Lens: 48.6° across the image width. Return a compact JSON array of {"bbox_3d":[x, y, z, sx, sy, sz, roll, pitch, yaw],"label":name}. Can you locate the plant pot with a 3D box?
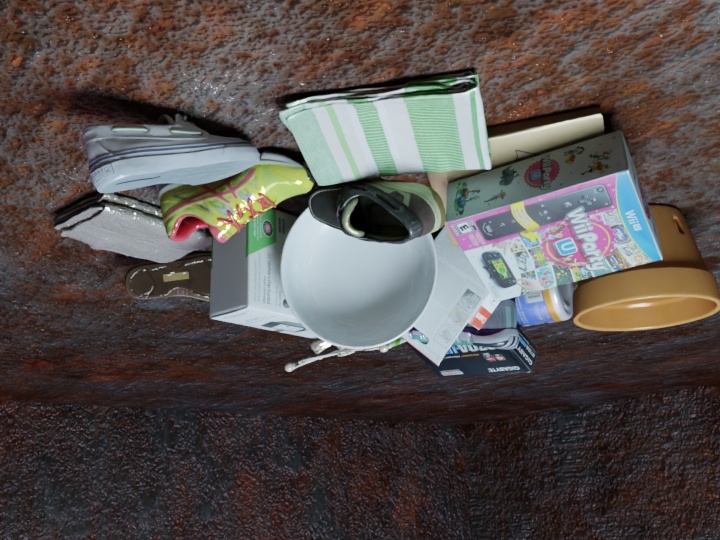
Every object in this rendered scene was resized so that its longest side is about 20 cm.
[{"bbox_3d":[0.396,-0.004,1.134,0.197,0.142,0.200,-2,162,-1],"label":"plant pot"}]

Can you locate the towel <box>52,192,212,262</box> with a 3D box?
[{"bbox_3d":[-0.298,-0.053,1.079,0.132,0.035,0.199,-16,158,40],"label":"towel"}]

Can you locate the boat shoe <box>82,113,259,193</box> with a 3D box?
[{"bbox_3d":[-0.184,-0.127,0.804,0.073,0.068,0.199,-22,176,37],"label":"boat shoe"}]

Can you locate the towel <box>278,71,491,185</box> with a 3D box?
[{"bbox_3d":[0.031,-0.138,0.823,0.197,0.024,0.153,-5,153,13],"label":"towel"}]

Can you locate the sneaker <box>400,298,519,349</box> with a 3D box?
[{"bbox_3d":[0.125,0.057,1.090,0.198,0.089,0.074,2,173,30],"label":"sneaker"}]

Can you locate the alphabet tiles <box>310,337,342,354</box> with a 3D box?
[{"bbox_3d":[0.011,0.052,1.188,0.199,0.015,0.196,-32,-163,3],"label":"alphabet tiles"}]

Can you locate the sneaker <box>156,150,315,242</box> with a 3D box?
[{"bbox_3d":[-0.143,-0.077,0.924,0.198,0.091,0.078,-9,160,18],"label":"sneaker"}]

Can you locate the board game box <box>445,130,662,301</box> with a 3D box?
[{"bbox_3d":[0.214,-0.054,0.885,0.198,0.065,0.148,-17,134,25],"label":"board game box"}]

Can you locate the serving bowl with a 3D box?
[{"bbox_3d":[0.000,0.000,1.016,0.197,0.203,0.066,-3,172,4],"label":"serving bowl"}]

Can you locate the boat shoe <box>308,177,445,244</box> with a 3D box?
[{"bbox_3d":[0.003,-0.069,0.909,0.199,0.073,0.066,11,-149,43],"label":"boat shoe"}]

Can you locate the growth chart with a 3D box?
[{"bbox_3d":[-0.014,0.119,1.193,0.198,0.018,0.144,-15,177,30],"label":"growth chart"}]

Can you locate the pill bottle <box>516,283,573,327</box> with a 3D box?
[{"bbox_3d":[0.237,0.040,1.301,0.198,0.114,0.112,-12,160,29],"label":"pill bottle"}]

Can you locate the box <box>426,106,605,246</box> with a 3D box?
[{"bbox_3d":[0.181,-0.099,0.904,0.198,0.021,0.164,-8,138,19],"label":"box"}]

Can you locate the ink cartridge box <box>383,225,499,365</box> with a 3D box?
[{"bbox_3d":[0.127,0.015,1.032,0.109,0.201,0.050,37,-177,29],"label":"ink cartridge box"}]

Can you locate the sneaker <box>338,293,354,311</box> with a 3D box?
[{"bbox_3d":[0.027,0.000,1.117,0.078,0.076,0.200,-31,-170,43],"label":"sneaker"}]

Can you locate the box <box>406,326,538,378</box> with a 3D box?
[{"bbox_3d":[0.162,0.105,1.287,0.199,0.046,0.159,-12,129,47],"label":"box"}]

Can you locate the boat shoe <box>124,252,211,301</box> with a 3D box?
[{"bbox_3d":[-0.263,0.007,1.241,0.200,0.076,0.075,2,-174,-17],"label":"boat shoe"}]

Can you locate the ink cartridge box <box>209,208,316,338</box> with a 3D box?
[{"bbox_3d":[-0.104,0.004,1.095,0.083,0.148,0.199,-16,159,39],"label":"ink cartridge box"}]
